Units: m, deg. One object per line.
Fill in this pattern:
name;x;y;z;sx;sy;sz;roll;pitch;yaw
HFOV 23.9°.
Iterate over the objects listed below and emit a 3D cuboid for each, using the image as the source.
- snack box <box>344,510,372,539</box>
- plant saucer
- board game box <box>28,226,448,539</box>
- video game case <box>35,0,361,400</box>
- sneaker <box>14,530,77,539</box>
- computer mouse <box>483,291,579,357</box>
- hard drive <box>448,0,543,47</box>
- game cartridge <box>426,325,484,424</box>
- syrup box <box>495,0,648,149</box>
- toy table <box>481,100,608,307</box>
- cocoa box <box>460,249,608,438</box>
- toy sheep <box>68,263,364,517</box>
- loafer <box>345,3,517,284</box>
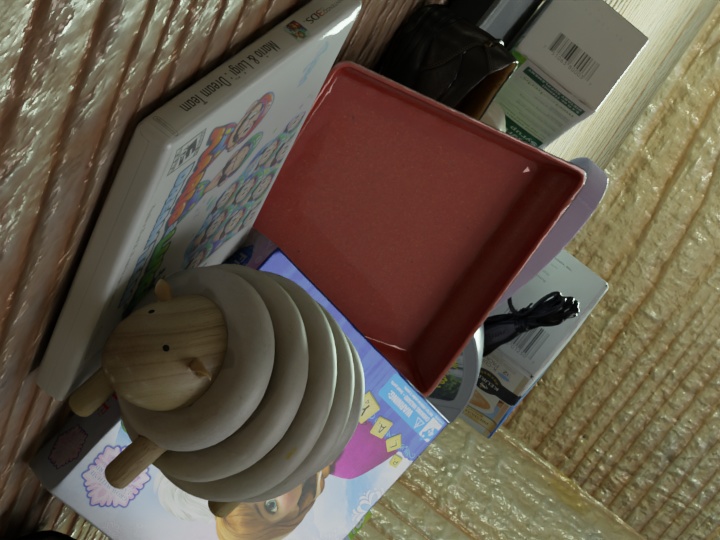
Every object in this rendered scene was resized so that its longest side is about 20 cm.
snack box;-0.093;0.171;1.269;0.169;0.068;0.200;-47;135;-27
plant saucer;0.012;-0.027;1.087;0.200;0.200;0.037;-56;-148;22
board game box;-0.070;0.109;1.071;0.200;0.200;0.041;-48;-144;-5
video game case;-0.086;-0.041;0.898;0.182;0.024;0.200;-44;168;-47
sneaker;-0.214;0.203;1.137;0.088;0.076;0.200;-64;-176;-37
computer mouse;0.138;-0.018;1.417;0.110;0.044;0.200;-33;-143;39
hard drive;0.083;-0.172;1.235;0.200;0.033;0.140;-52;172;-1
game cartridge;0.030;0.059;1.340;0.200;0.133;0.041;90;7;-58
syrup box;0.144;-0.152;1.353;0.082;0.079;0.200;-52;-176;-17
toy table;0.084;-0.050;1.331;0.200;0.117;0.184;-44;-166;30
cocoa box;0.089;0.022;1.506;0.133;0.200;0.131;-47;171;-32
toy sheep;-0.066;0.064;0.912;0.138;0.138;0.200;-53;148;8
loafer;0.034;-0.072;1.121;0.073;0.072;0.201;-4;120;-62
